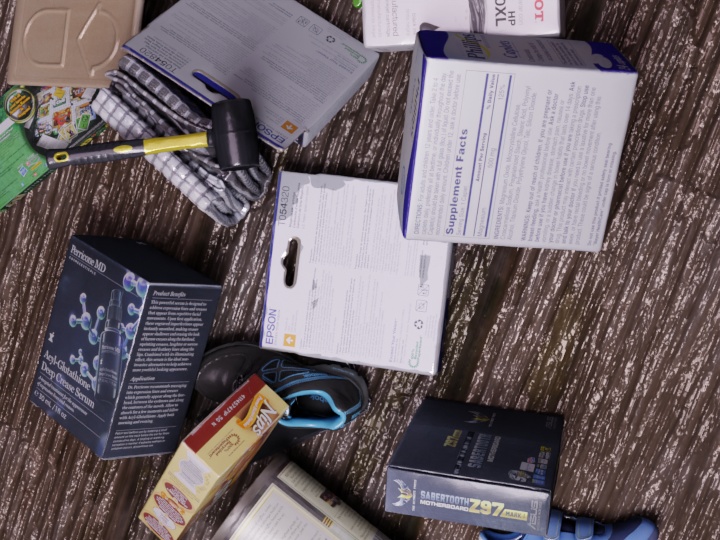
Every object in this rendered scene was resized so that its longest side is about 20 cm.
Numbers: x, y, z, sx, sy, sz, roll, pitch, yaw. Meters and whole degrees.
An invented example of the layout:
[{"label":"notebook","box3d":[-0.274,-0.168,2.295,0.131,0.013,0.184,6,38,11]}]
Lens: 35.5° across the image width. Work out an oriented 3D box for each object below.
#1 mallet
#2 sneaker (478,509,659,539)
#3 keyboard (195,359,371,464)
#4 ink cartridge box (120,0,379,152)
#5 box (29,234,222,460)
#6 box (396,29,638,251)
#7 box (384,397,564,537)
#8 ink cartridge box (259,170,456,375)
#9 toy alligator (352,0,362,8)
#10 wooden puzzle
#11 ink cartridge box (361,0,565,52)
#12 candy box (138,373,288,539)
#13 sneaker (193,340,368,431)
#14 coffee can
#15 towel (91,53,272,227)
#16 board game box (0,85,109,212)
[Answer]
[{"label":"mallet","box3d":[-0.193,-0.125,1.042,0.198,0.041,0.067,0,90,2]},{"label":"sneaker","box3d":[0.215,0.291,1.189,0.199,0.074,0.083,-21,90,14]},{"label":"keyboard","box3d":[-0.097,0.138,1.271,0.199,0.021,0.128,-25,96,14]},{"label":"ink cartridge box","box3d":[-0.110,-0.211,1.144,0.199,0.200,0.041,34,139,7]},{"label":"box","box3d":[-0.258,0.081,1.229,0.148,0.107,0.202,26,103,38]},{"label":"box","box3d":[0.143,-0.126,1.082,0.198,0.105,0.185,4,118,-5]},{"label":"box","box3d":[0.120,0.191,1.131,0.156,0.200,0.052,6,104,13]},{"label":"ink cartridge box","box3d":[0.000,0.000,1.209,0.198,0.043,0.198,8,93,14]},{"label":"toy alligator","box3d":[-0.022,-0.373,1.162,0.054,0.059,0.202,0,98,13]},{"label":"wooden puzzle","box3d":[-0.299,-0.290,1.225,0.199,0.046,0.187,7,89,32]},{"label":"ink cartridge box","box3d":[0.104,-0.300,1.128,0.198,0.084,0.146,-1,98,13]},{"label":"candy box","box3d":[-0.157,0.203,1.184,0.055,0.115,0.200,43,140,6]},{"label":"sneaker","box3d":[-0.094,0.126,1.214,0.198,0.082,0.074,6,107,11]},{"label":"coffee can","box3d":[-0.052,0.316,1.217,0.199,0.146,0.147,37,104,6]},{"label":"towel","box3d":[-0.178,-0.134,1.160,0.165,0.200,0.086,41,88,5]},{"label":"board game box","box3d":[-0.372,-0.166,1.294,0.199,0.023,0.105,-34,90,15]}]
